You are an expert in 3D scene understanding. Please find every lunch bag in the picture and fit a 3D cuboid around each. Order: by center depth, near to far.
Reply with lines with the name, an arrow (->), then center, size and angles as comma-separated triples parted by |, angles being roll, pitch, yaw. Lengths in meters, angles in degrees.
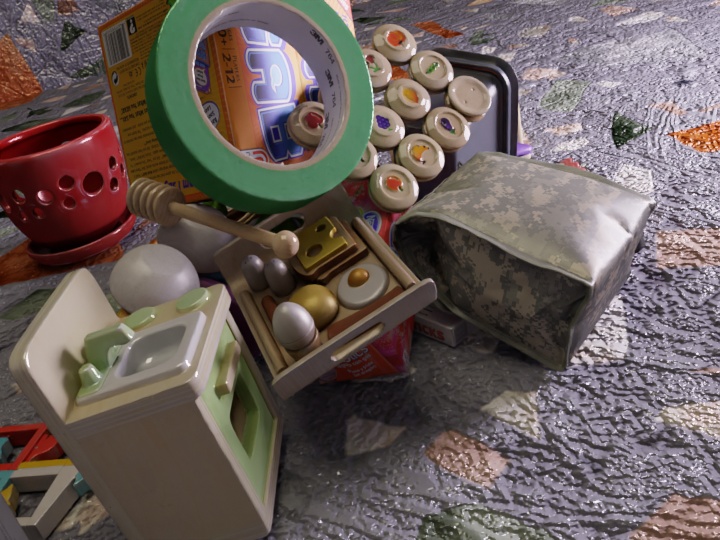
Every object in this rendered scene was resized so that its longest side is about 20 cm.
lunch bag -> 0.145, -0.027, 0.686 | 0.198, 0.119, 0.164 | 28, 45, 24

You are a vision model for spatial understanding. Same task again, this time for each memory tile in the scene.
memory tile -> 0.035, -0.160, 0.734 | 0.152, 0.017, 0.201 | 38, 61, 3

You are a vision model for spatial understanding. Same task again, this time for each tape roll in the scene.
tape roll -> -0.083, -0.154, 0.629 | 0.199, 0.203, 0.048 | -31, 7, -29

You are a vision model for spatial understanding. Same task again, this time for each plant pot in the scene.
plant pot -> -0.450, -0.123, 1.121 | 0.196, 0.186, 0.202 | -12, 27, 6

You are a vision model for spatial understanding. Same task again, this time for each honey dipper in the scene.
honey dipper -> -0.132, -0.043, 0.640 | 0.197, 0.039, 0.038 | 20, 42, 33

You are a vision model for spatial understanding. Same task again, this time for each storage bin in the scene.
storage bin -> 0.096, -0.137, 0.864 | 0.143, 0.203, 0.135 | 18, 49, 26

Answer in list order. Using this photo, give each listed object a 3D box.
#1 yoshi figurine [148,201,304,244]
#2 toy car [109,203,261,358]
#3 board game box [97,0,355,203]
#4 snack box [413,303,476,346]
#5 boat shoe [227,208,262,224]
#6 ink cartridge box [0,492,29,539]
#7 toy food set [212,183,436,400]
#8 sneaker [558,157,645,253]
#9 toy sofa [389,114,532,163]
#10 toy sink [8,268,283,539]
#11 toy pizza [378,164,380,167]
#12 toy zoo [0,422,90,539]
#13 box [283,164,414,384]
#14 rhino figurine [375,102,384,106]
yoshi figurine -> -0.154, -0.026, 0.892 | 0.196, 0.114, 0.112 | -18, 35, -11
toy car -> -0.165, 0.049, 0.727 | 0.148, 0.177, 0.201 | 26, 35, 2
board game box -> -0.131, -0.186, 0.789 | 0.197, 0.205, 0.198 | -4, 9, 42
snack box -> 0.049, 0.024, 0.778 | 0.071, 0.025, 0.198 | -35, 34, -29
boat shoe -> -0.206, -0.046, 0.983 | 0.197, 0.070, 0.073 | -28, 30, -23
ink cartridge box -> -0.317, 0.197, 0.456 | 0.082, 0.204, 0.176 | 0, 29, 26
toy food set -> -0.040, 0.002, 0.609 | 0.142, 0.061, 0.201 | -32, 39, -5
sneaker -> 0.240, -0.055, 0.801 | 0.086, 0.075, 0.201 | -29, 24, 2
toy sofa -> 0.144, -0.179, 1.036 | 0.197, 0.084, 0.097 | -25, 29, -18
toy sink -> -0.142, 0.094, 0.548 | 0.110, 0.203, 0.131 | -18, 26, 9
toy pizza -> -0.032, -0.143, 0.974 | 0.198, 0.198, 0.032 | 20, 86, 47
toy zoo -> -0.317, 0.190, 0.664 | 0.195, 0.021, 0.132 | -8, 29, 13
box -> 0.000, 0.000, 0.722 | 0.093, 0.101, 0.202 | -11, 39, 21
rhino figurine -> 0.058, -0.203, 0.972 | 0.197, 0.061, 0.087 | -22, 27, -21
